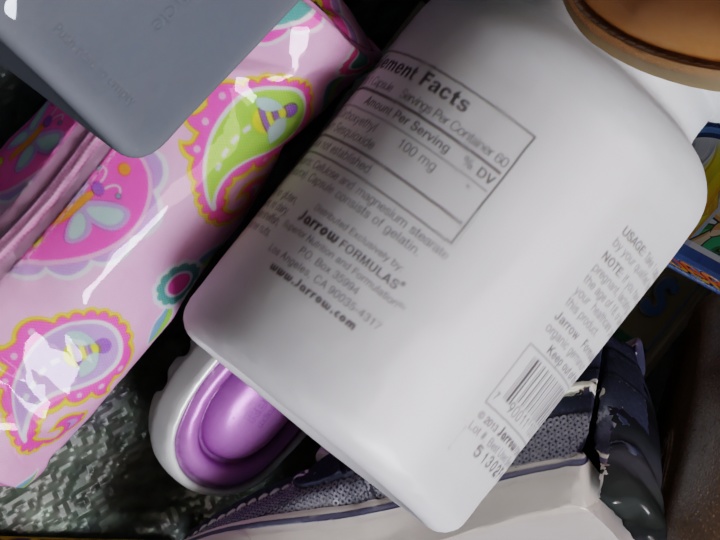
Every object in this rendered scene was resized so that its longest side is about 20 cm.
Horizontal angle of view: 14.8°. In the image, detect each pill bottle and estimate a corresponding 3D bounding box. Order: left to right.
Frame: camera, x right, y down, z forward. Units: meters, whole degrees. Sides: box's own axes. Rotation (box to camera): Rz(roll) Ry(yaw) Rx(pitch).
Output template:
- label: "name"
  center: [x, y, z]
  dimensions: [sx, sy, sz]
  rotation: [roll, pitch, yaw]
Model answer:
- label: "pill bottle"
  center: [0.046, -0.026, 0.889]
  dimensions: [0.200, 0.114, 0.114]
  rotation: [-51, 133, -5]

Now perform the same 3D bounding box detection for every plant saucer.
- label: "plant saucer"
  center: [0.130, 0.085, 1.064]
  dimensions: [0.036, 0.201, 0.201]
  rotation: [15, 114, 2]

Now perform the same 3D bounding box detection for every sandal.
- label: "sandal"
  center: [0.005, 0.002, 0.970]
  dimensions: [0.082, 0.050, 0.203]
  rotation: [25, 104, -42]

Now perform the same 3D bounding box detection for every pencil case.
- label: "pencil case"
  center: [-0.081, -0.026, 0.901]
  dimensions: [0.200, 0.087, 0.087]
  rotation: [-50, 133, 4]

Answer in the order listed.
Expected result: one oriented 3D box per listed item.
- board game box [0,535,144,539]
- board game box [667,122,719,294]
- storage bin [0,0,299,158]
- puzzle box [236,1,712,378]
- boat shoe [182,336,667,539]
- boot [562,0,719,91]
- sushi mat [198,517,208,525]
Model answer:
- label: "board game box"
  center: [-0.156, 0.140, 0.999]
  dimensions: [0.199, 0.030, 0.096]
  rotation: [4, 116, -39]
- label: "board game box"
  center: [0.180, -0.078, 0.999]
  dimensions: [0.200, 0.135, 0.034]
  rotation: [-56, 137, -4]
- label: "storage bin"
  center: [-0.066, -0.140, 0.808]
  dimensions: [0.200, 0.134, 0.146]
  rotation: [-47, 133, -2]
- label: "puzzle box"
  center: [0.048, 0.000, 1.051]
  dimensions: [0.200, 0.025, 0.133]
  rotation: [33, 96, -43]
- label: "boat shoe"
  center: [0.017, 0.073, 0.974]
  dimensions: [0.199, 0.093, 0.075]
  rotation: [-13, 141, 25]
- label: "boot"
  center: [0.075, -0.151, 0.780]
  dimensions: [0.073, 0.200, 0.155]
  rotation: [-26, 134, -16]
- label: "sushi mat"
  center: [-0.061, 0.204, 1.057]
  dimensions: [0.012, 0.096, 0.201]
  rotation: [-5, 121, -50]
